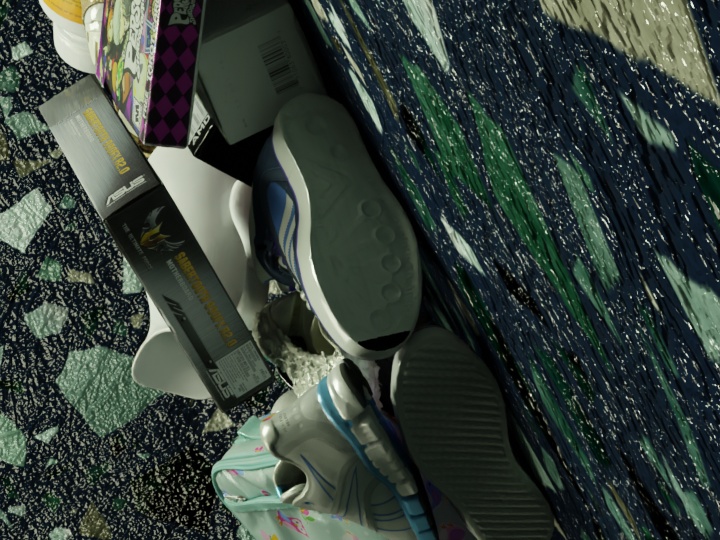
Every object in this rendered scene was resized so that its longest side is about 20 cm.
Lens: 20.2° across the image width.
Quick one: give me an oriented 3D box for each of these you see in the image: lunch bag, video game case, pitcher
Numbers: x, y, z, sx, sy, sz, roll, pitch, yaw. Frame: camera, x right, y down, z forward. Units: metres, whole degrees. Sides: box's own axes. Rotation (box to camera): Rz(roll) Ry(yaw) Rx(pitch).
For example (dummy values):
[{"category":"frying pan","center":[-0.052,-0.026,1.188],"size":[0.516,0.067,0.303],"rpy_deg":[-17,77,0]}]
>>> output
[{"category":"lunch bag","center":[-0.019,0.172,1.484],"size":[0.161,0.077,0.199],"rpy_deg":[48,149,-16]},{"category":"video game case","center":[-0.136,-0.203,1.344],"size":[0.181,0.035,0.202],"rpy_deg":[-130,45,-64]},{"category":"pitcher","center":[-0.114,-0.022,1.601],"size":[0.171,0.120,0.202],"rpy_deg":[-35,45,48]}]

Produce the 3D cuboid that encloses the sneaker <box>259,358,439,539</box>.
[{"category":"sneaker","center":[-0.010,0.133,1.317],"size":[0.200,0.086,0.075],"rpy_deg":[59,-173,-48]}]

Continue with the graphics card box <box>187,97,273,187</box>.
[{"category":"graphics card box","center":[-0.089,-0.115,1.549],"size":[0.125,0.051,0.200],"rpy_deg":[28,-168,-28]}]

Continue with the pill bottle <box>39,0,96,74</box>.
[{"category":"pill bottle","center":[-0.214,-0.263,1.670],"size":[0.112,0.110,0.201],"rpy_deg":[59,154,34]}]

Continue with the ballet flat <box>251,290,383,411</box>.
[{"category":"ballet flat","center":[-0.027,0.048,1.421],"size":[0.072,0.071,0.200],"rpy_deg":[64,172,-27]}]

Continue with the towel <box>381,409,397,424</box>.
[{"category":"towel","center":[0.034,0.162,1.516],"size":[0.199,0.023,0.145],"rpy_deg":[31,148,10]}]

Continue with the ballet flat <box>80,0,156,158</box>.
[{"category":"ballet flat","center":[-0.184,-0.170,1.632],"size":[0.201,0.070,0.066],"rpy_deg":[68,-152,-42]}]

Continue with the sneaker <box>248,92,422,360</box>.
[{"category":"sneaker","center":[-0.021,-0.004,1.359],"size":[0.147,0.080,0.202],"rpy_deg":[110,145,-58]}]

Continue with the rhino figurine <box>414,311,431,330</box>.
[{"category":"rhino figurine","center":[0.000,0.000,1.510],"size":[0.088,0.059,0.200],"rpy_deg":[59,178,-9]}]

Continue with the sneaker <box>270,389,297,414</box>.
[{"category":"sneaker","center":[0.020,0.136,1.580],"size":[0.198,0.072,0.073],"rpy_deg":[20,165,15]}]

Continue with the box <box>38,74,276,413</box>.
[{"category":"box","center":[-0.141,-0.018,1.411],"size":[0.159,0.048,0.201],"rpy_deg":[54,173,50]}]

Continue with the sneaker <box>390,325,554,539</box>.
[{"category":"sneaker","center":[0.059,0.099,1.368],"size":[0.202,0.072,0.115],"rpy_deg":[65,178,-35]}]

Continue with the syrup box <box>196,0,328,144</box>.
[{"category":"syrup box","center":[-0.097,-0.172,1.439],"size":[0.079,0.081,0.200],"rpy_deg":[67,174,-30]}]

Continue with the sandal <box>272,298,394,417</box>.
[{"category":"sandal","center":[-0.028,0.073,1.535],"size":[0.200,0.043,0.076],"rpy_deg":[23,149,55]}]

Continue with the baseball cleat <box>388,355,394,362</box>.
[{"category":"baseball cleat","center":[0.001,0.060,1.659],"size":[0.106,0.070,0.200],"rpy_deg":[43,170,19]}]
